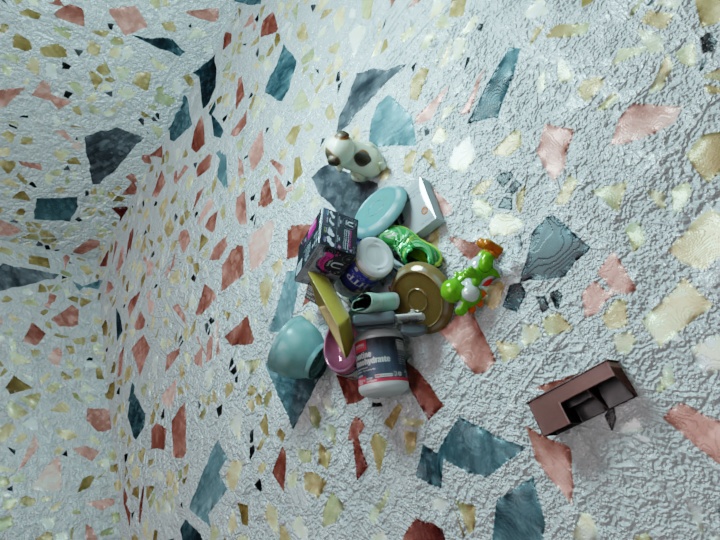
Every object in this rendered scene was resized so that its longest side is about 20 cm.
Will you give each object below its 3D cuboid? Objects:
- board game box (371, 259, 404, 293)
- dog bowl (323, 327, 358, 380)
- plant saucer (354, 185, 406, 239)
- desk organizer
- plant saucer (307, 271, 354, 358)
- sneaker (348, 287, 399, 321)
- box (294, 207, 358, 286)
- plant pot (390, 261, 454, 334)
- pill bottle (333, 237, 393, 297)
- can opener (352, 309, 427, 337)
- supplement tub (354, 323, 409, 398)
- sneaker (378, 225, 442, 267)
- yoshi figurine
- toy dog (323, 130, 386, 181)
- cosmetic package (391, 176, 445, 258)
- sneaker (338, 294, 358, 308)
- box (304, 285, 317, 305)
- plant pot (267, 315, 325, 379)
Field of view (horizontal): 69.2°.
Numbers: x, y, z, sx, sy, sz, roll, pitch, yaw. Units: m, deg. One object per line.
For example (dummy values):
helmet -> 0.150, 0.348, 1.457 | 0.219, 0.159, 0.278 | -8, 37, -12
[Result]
board game box -> 0.064, 0.012, 1.549 | 0.200, 0.034, 0.127 | 40, 131, 45
dog bowl -> -0.034, 0.230, 1.592 | 0.199, 0.073, 0.203 | -15, 68, 43
plant saucer -> 0.051, -0.180, 1.549 | 0.199, 0.027, 0.201 | -32, 35, 25
desk organizer -> 0.453, 0.265, 1.077 | 0.200, 0.071, 0.078 | -41, 54, 31
plant saucer -> -0.073, 0.117, 1.450 | 0.048, 0.201, 0.201 | -26, 59, -11
sneaker -> 0.001, 0.099, 1.452 | 0.200, 0.117, 0.075 | -28, 65, 45
box -> -0.095, -0.053, 1.456 | 0.200, 0.114, 0.133 | 129, 151, -49
plant pot -> 0.158, 0.078, 1.411 | 0.198, 0.027, 0.203 | 10, 107, 36
pill bottle -> 0.000, 0.000, 1.501 | 0.200, 0.118, 0.121 | -44, 48, 54
can opener -> 0.077, 0.139, 1.382 | 0.197, 0.053, 0.067 | -1, 59, 5
supplement tub -> 0.056, 0.241, 1.446 | 0.140, 0.140, 0.202 | -25, 62, 39
sneaker -> 0.132, -0.066, 1.452 | 0.199, 0.083, 0.075 | 28, 118, 23
yoshi figurine -> 0.268, 0.011, 1.309 | 0.112, 0.112, 0.202 | 31, 97, 46
toy dog -> -0.033, -0.363, 1.670 | 0.194, 0.199, 0.140 | 42, 109, 44
cosmetic package -> 0.141, -0.153, 1.539 | 0.200, 0.051, 0.152 | -37, 57, 33
sneaker -> -0.004, 0.082, 1.607 | 0.200, 0.077, 0.080 | 38, 97, 45
box -> -0.103, 0.020, 1.726 | 0.100, 0.075, 0.202 | 24, 94, 48
plant pot -> -0.184, 0.264, 1.673 | 0.133, 0.200, 0.202 | 26, 99, 19
